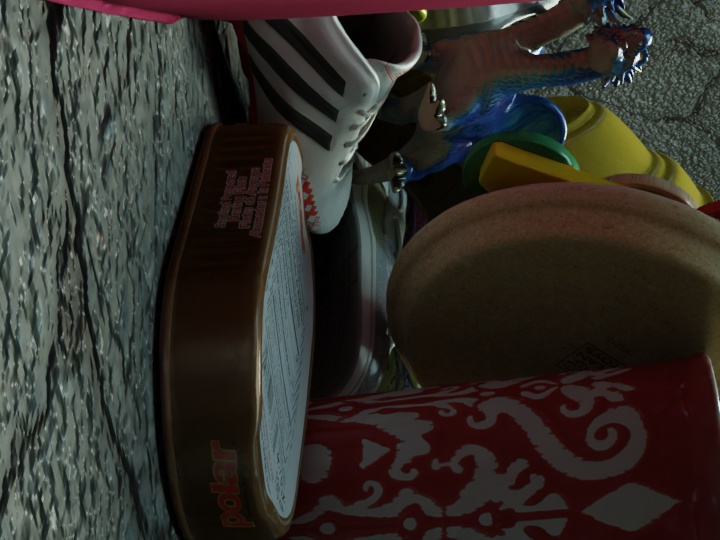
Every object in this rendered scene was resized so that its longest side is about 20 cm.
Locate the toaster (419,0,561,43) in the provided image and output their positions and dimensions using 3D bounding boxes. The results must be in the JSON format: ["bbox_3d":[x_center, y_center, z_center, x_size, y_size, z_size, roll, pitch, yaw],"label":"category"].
[{"bbox_3d":[0.035,-0.197,0.849,0.199,0.113,0.131,11,-62,49],"label":"toaster"}]

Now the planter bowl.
[{"bbox_3d":[0.107,-0.051,0.912,0.201,0.198,0.084,-80,152,-70],"label":"planter bowl"}]

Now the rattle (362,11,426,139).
[{"bbox_3d":[-0.014,-0.119,0.692,0.143,0.130,0.200,-51,-165,4],"label":"rattle"}]

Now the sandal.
[{"bbox_3d":[0.060,-0.046,0.786,0.054,0.081,0.200,5,39,-55],"label":"sandal"}]

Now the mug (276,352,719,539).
[{"bbox_3d":[0.053,0.120,0.648,0.178,0.197,0.135,77,13,-53],"label":"mug"}]

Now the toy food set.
[{"bbox_3d":[0.110,0.026,0.685,0.199,0.198,0.049,114,-5,-50],"label":"toy food set"}]

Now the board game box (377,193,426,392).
[{"bbox_3d":[0.017,0.036,0.880,0.120,0.032,0.203,152,-54,-64],"label":"board game box"}]

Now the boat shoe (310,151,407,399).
[{"bbox_3d":[-0.001,0.001,0.785,0.075,0.064,0.203,-49,-155,26],"label":"boat shoe"}]

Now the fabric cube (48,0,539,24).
[{"bbox_3d":[0.015,-0.178,0.425,0.196,0.197,0.203,-57,144,-81],"label":"fabric cube"}]

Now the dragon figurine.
[{"bbox_3d":[0.059,-0.076,0.701,0.200,0.098,0.059,127,-48,-60],"label":"dragon figurine"}]

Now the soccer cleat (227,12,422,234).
[{"bbox_3d":[-0.013,-0.082,0.657,0.201,0.084,0.069,79,23,-51],"label":"soccer cleat"}]

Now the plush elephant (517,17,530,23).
[{"bbox_3d":[0.055,-0.126,1.032,0.165,0.153,0.202,112,-25,-55],"label":"plush elephant"}]

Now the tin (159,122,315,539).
[{"bbox_3d":[-0.043,0.020,0.583,0.201,0.041,0.113,-86,176,-57],"label":"tin"}]
